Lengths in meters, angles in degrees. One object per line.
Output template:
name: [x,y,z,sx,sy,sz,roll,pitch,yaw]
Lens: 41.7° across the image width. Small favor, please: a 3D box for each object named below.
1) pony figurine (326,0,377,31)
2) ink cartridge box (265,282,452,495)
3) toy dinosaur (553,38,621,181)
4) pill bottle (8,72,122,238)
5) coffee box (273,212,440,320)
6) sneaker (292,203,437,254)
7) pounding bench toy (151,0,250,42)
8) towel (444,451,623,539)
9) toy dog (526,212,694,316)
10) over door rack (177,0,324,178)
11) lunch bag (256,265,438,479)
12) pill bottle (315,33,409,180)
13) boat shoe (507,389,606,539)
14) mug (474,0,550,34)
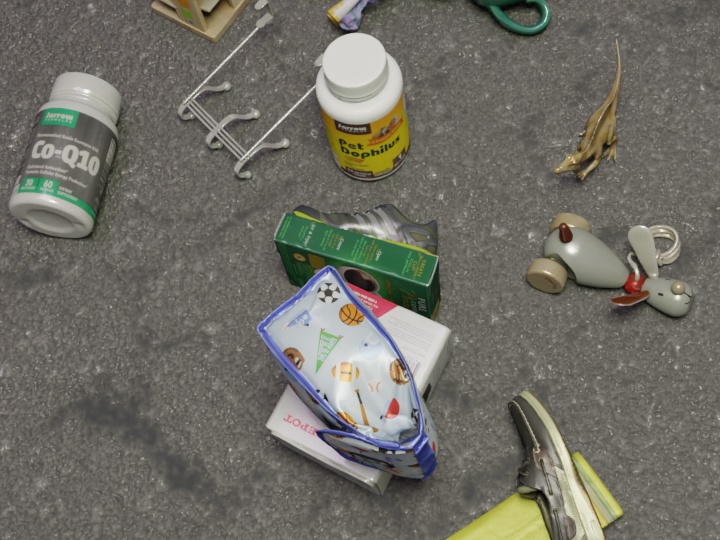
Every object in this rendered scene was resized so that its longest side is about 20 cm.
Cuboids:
pony figurine: [0.023,-0.434,1.337,0.200,0.166,0.193,-44,59,4]
ink cartridge box: [0.002,0.139,1.109,0.144,0.084,0.201,24,72,16]
toy dinosaur: [0.307,-0.184,1.202,0.058,0.101,0.201,23,71,17]
pill bottle: [-0.391,-0.156,1.273,0.112,0.113,0.202,5,67,9]
coffee box: [0.000,0.000,1.152,0.198,0.123,0.044,16,66,15]
sneaker: [0.008,-0.048,1.205,0.198,0.074,0.082,18,63,7]
pounding bench toy: [-0.268,-0.460,1.367,0.199,0.156,0.125,30,73,19]
towel: [0.188,0.291,1.057,0.199,0.018,0.086,-32,61,-6]
toy dog: [0.299,-0.013,1.131,0.197,0.097,0.134,1,67,8]
over door rack: [-0.139,-0.243,1.296,0.148,0.067,0.200,44,99,22]
lunch bag: [0.000,0.125,0.975,0.124,0.170,0.200,-41,68,-8]
pill bottle: [0.004,-0.206,1.196,0.108,0.200,0.111,-3,66,6]
boat shoe: [0.202,0.230,1.035,0.065,0.072,0.203,-21,65,-6]
mug: [0.191,-0.428,1.297,0.113,0.152,0.187,-17,65,3]
